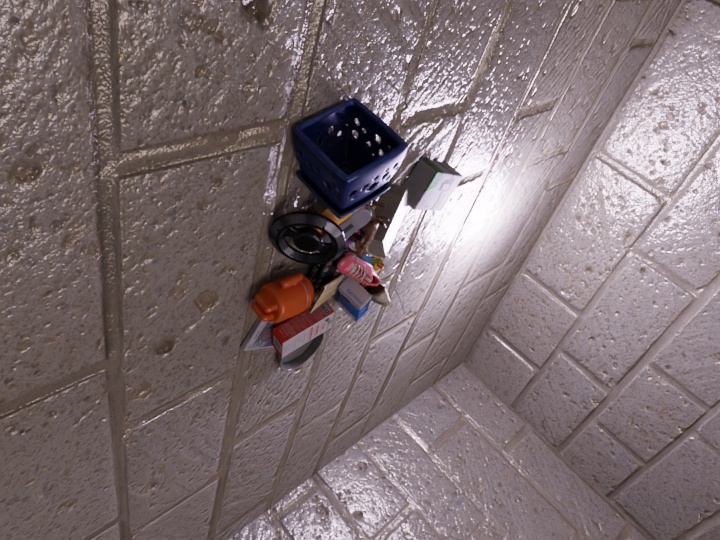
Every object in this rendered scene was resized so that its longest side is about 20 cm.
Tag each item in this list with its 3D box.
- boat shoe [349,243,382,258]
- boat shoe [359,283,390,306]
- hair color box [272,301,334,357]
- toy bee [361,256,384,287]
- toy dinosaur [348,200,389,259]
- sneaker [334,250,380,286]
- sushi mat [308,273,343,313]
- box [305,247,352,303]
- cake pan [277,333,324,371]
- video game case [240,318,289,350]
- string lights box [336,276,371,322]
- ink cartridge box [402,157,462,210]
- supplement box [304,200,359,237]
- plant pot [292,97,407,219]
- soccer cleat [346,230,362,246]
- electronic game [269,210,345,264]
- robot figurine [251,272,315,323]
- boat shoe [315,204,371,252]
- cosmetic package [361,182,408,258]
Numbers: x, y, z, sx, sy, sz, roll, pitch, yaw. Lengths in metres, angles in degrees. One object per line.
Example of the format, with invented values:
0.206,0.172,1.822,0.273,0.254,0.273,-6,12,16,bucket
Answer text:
0.005,-0.094,1.747,0.199,0.060,0.076,31,97,-44,boat shoe
0.046,0.076,1.930,0.072,0.200,0.065,-37,112,-12,boat shoe
-0.183,0.185,1.775,0.199,0.064,0.111,-29,156,-25,hair color box
0.024,0.012,1.883,0.199,0.109,0.132,-29,151,-35,toy bee
0.005,-0.148,1.575,0.134,0.202,0.086,-19,164,16,toy dinosaur
0.000,0.000,1.721,0.074,0.087,0.200,-54,146,10,sneaker
-0.102,0.067,1.681,0.096,0.012,0.200,-57,174,17,sushi mat
-0.111,0.020,1.747,0.161,0.049,0.201,-13,139,-57,box
-0.213,0.269,1.958,0.200,0.037,0.201,-37,154,-22,cake pan
-0.264,0.172,1.752,0.183,0.023,0.199,-56,154,17,video game case
-0.024,0.101,1.884,0.059,0.103,0.200,-44,169,-17,string lights box
0.232,-0.279,1.819,0.199,0.084,0.147,-8,135,-55,ink cartridge box
-0.059,-0.171,1.461,0.199,0.069,0.067,-38,127,6,supplement box
-0.033,-0.252,1.309,0.199,0.200,0.180,-34,158,-28,plant pot
-0.067,-0.089,1.615,0.199,0.067,0.077,-28,135,-28,soccer cleat
-0.136,-0.081,1.434,0.201,0.198,0.042,95,1,-53,electronic game
-0.214,0.078,1.588,0.199,0.116,0.145,-22,111,-43,robot figurine
-0.054,-0.119,1.515,0.199,0.057,0.069,-32,127,17,boat shoe
0.078,-0.153,1.682,0.104,0.072,0.201,76,36,-61,cosmetic package
